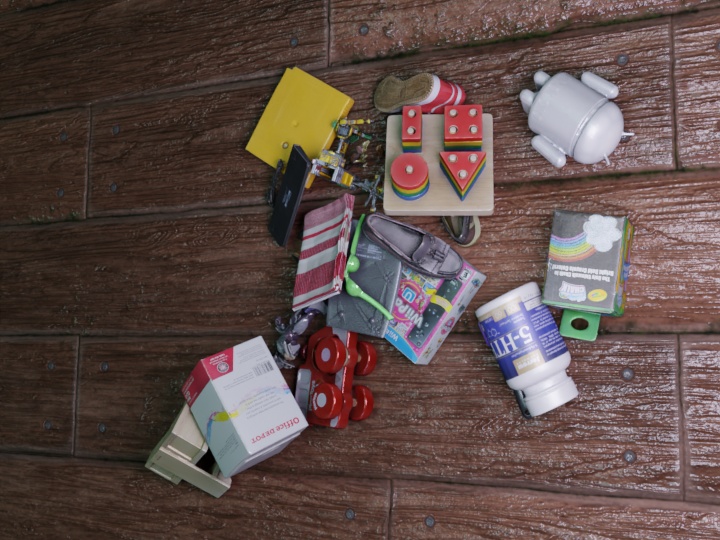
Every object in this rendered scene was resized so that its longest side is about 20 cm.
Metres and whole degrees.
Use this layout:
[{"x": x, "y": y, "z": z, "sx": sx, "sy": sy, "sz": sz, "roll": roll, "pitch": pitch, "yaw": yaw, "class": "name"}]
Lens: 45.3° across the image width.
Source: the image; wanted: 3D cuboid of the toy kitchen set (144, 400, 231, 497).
[{"x": -0.313, "y": 0.339, "z": 1.777, "sx": 0.161, "sy": 0.183, "sz": 0.200, "roll": 32, "pitch": 139, "yaw": -11, "class": "toy kitchen set"}]

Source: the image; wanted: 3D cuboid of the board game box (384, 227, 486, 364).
[{"x": 0.115, "y": 0.049, "z": 1.596, "sx": 0.147, "sy": 0.064, "sz": 0.202, "roll": 37, "pitch": 101, "yaw": 25, "class": "board game box"}]

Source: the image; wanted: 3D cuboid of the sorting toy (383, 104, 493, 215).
[{"x": 0.140, "y": -0.205, "z": 1.548, "sx": 0.195, "sy": 0.070, "sz": 0.203, "roll": 0, "pitch": 66, "yaw": 7, "class": "sorting toy"}]

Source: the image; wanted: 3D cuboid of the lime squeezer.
[{"x": 0.000, "y": 0.000, "z": 1.554, "sx": 0.069, "sy": 0.038, "sz": 0.204, "roll": -21, "pitch": 73, "yaw": 20, "class": "lime squeezer"}]

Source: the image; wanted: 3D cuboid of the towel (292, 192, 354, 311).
[{"x": -0.074, "y": -0.035, "z": 1.614, "sx": 0.143, "sy": 0.022, "sz": 0.204, "roll": -23, "pitch": 51, "yaw": 46, "class": "towel"}]

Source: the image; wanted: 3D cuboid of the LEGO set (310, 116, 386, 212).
[{"x": -0.002, "y": -0.215, "z": 1.652, "sx": 0.198, "sy": 0.115, "sz": 0.156, "roll": 31, "pitch": 98, "yaw": 25, "class": "LEGO set"}]

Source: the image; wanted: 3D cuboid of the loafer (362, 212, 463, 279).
[{"x": 0.091, "y": -0.043, "z": 1.520, "sx": 0.197, "sy": 0.063, "sz": 0.073, "roll": 27, "pitch": 85, "yaw": 5, "class": "loafer"}]

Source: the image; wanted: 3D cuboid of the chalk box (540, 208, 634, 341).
[{"x": 0.378, "y": 0.012, "z": 1.440, "sx": 0.122, "sy": 0.123, "sz": 0.205, "roll": 8, "pitch": 88, "yaw": 25, "class": "chalk box"}]

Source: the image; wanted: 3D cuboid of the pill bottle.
[{"x": 0.287, "y": 0.135, "z": 1.466, "sx": 0.118, "sy": 0.119, "sz": 0.204, "roll": -28, "pitch": 81, "yaw": 20, "class": "pill bottle"}]

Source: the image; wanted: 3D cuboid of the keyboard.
[{"x": -0.149, "y": -0.158, "z": 1.731, "sx": 0.128, "sy": 0.020, "sz": 0.203, "roll": 52, "pitch": 131, "yaw": 41, "class": "keyboard"}]

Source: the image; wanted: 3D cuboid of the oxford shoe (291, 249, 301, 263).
[{"x": -0.043, "y": -0.008, "z": 1.686, "sx": 0.196, "sy": 0.072, "sz": 0.072, "roll": 21, "pitch": 73, "yaw": 22, "class": "oxford shoe"}]

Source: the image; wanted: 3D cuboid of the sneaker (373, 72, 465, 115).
[{"x": 0.115, "y": -0.327, "z": 1.646, "sx": 0.198, "sy": 0.110, "sz": 0.073, "roll": 10, "pitch": 90, "yaw": 56, "class": "sneaker"}]

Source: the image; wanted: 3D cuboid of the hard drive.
[{"x": 0.014, "y": 0.014, "z": 1.590, "sx": 0.132, "sy": 0.042, "sz": 0.205, "roll": 9, "pitch": 85, "yaw": 25, "class": "hard drive"}]

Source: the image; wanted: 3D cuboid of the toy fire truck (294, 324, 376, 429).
[{"x": -0.065, "y": 0.201, "z": 1.650, "sx": 0.166, "sy": 0.111, "sz": 0.205, "roll": 0, "pitch": 82, "yaw": 44, "class": "toy fire truck"}]

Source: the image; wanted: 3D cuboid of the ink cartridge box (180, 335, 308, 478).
[{"x": -0.223, "y": 0.263, "z": 1.649, "sx": 0.202, "sy": 0.143, "sz": 0.145, "roll": 59, "pitch": 140, "yaw": 15, "class": "ink cartridge box"}]

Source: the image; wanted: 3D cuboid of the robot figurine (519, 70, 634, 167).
[{"x": 0.367, "y": -0.260, "z": 1.481, "sx": 0.199, "sy": 0.113, "sz": 0.171, "roll": 38, "pitch": 94, "yaw": 24, "class": "robot figurine"}]

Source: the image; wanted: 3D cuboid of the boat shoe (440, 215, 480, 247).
[{"x": 0.170, "y": -0.144, "z": 1.590, "sx": 0.072, "sy": 0.065, "sz": 0.204, "roll": -25, "pitch": 74, "yaw": 21, "class": "boat shoe"}]

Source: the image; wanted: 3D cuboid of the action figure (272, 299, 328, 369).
[{"x": -0.127, "y": 0.109, "z": 1.683, "sx": 0.203, "sy": 0.069, "sz": 0.130, "roll": -59, "pitch": 29, "yaw": 4, "class": "action figure"}]

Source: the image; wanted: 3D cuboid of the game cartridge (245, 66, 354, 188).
[{"x": -0.126, "y": -0.297, "z": 1.774, "sx": 0.175, "sy": 0.032, "sz": 0.203, "roll": 33, "pitch": 96, "yaw": 25, "class": "game cartridge"}]

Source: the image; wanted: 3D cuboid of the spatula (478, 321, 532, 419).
[{"x": 0.264, "y": 0.166, "z": 1.532, "sx": 0.056, "sy": 0.020, "sz": 0.204, "roll": -23, "pitch": 75, "yaw": 17, "class": "spatula"}]
